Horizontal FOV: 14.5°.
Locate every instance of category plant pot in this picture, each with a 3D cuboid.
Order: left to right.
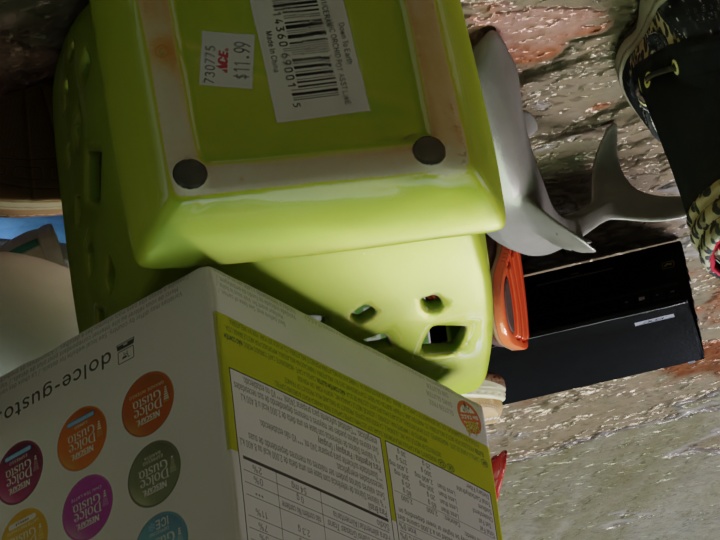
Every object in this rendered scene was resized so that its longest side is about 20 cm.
[{"bbox_3d":[-0.037,-0.057,1.327,0.198,0.201,0.182,-6,153,-11],"label":"plant pot"}]

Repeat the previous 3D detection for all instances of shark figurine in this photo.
[{"bbox_3d":[0.108,-0.033,1.546,0.089,0.129,0.214,28,180,36],"label":"shark figurine"}]

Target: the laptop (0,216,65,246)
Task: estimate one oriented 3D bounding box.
[{"bbox_3d":[-0.157,0.025,1.620,0.187,0.201,0.116,6,-171,-39],"label":"laptop"}]

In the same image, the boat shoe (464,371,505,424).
[{"bbox_3d":[-0.010,0.097,1.607,0.199,0.077,0.072,-4,172,-17],"label":"boat shoe"}]

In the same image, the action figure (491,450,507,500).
[{"bbox_3d":[-0.008,0.076,1.706,0.199,0.100,0.065,12,169,-3],"label":"action figure"}]

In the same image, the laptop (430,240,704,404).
[{"bbox_3d":[0.117,0.021,1.760,0.176,0.200,0.104,-13,124,8],"label":"laptop"}]

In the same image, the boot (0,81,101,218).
[{"bbox_3d":[-0.123,-0.039,1.495,0.199,0.073,0.156,-12,155,-14],"label":"boot"}]

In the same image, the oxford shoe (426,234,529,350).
[{"bbox_3d":[0.058,0.009,1.649,0.072,0.072,0.200,-7,-171,0],"label":"oxford shoe"}]

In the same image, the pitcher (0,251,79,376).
[{"bbox_3d":[-0.172,0.069,1.485,0.199,0.122,0.172,3,135,-34],"label":"pitcher"}]

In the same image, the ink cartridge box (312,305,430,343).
[{"bbox_3d":[0.000,0.000,1.579,0.059,0.104,0.200,-6,173,-7],"label":"ink cartridge box"}]

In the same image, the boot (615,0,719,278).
[{"bbox_3d":[0.185,-0.062,1.482,0.073,0.155,0.204,-10,161,-1],"label":"boot"}]

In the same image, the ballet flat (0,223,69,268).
[{"bbox_3d":[-0.132,0.032,1.584,0.069,0.070,0.200,-20,145,27],"label":"ballet flat"}]

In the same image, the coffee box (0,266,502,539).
[{"bbox_3d":[-0.067,0.152,1.281,0.199,0.199,0.200,-29,143,30],"label":"coffee box"}]
